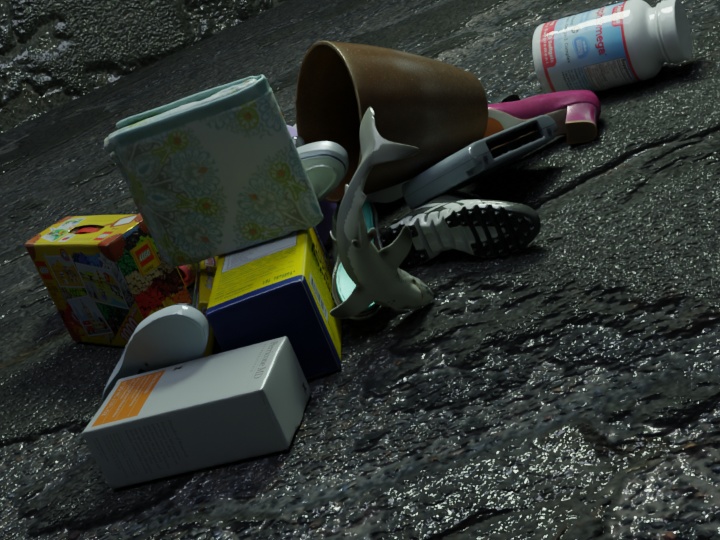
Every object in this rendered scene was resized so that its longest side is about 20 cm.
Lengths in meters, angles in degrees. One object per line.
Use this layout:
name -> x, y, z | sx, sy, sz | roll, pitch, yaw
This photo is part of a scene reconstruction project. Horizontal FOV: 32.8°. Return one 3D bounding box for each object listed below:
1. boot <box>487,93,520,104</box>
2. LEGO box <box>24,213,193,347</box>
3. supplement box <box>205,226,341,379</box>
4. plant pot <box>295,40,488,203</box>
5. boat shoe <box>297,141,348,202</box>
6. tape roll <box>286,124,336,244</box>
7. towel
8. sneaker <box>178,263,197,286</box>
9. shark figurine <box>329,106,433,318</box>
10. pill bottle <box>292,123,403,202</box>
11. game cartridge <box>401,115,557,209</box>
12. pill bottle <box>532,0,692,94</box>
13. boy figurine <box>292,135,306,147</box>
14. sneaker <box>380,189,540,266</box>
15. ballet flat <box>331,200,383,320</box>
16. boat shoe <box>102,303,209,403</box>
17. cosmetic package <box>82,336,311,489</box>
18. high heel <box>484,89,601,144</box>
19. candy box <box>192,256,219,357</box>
boot -> 0.107, -0.198, 1.711 | 0.164, 0.066, 0.199 | -28, 24, -35
LEGO box -> -0.312, 0.013, 1.530 | 0.199, 0.150, 0.077 | 1, 31, 46
supplement box -> -0.087, 0.033, 1.313 | 0.108, 0.111, 0.201 | -19, 23, 8
plant pot -> 0.048, -0.186, 1.472 | 0.198, 0.190, 0.186 | -8, 15, -25
boat shoe -> -0.089, -0.074, 1.411 | 0.199, 0.073, 0.067 | -32, 41, 36
tape roll -> -0.135, -0.088, 1.564 | 0.197, 0.085, 0.202 | -9, 52, 12
towel -> -0.158, -0.103, 1.313 | 0.198, 0.173, 0.048 | -15, 26, 18
sneaker -> -0.224, -0.019, 1.636 | 0.199, 0.079, 0.090 | -32, 30, -6
shark figurine -> -0.004, -0.043, 1.240 | 0.127, 0.217, 0.089 | -24, 32, -21
pill bottle -> -0.015, -0.151, 1.659 | 0.113, 0.115, 0.199 | -32, 23, -21
game cartridge -> 0.139, -0.129, 1.468 | 0.132, 0.042, 0.199 | -23, 2, 41
pill bottle -> 0.343, -0.305, 1.664 | 0.198, 0.110, 0.109 | -11, 24, 29
boy figurine -> -0.145, -0.137, 1.422 | 0.123, 0.065, 0.199 | -18, -15, 30
sneaker -> 0.120, -0.058, 1.374 | 0.198, 0.067, 0.091 | -8, 28, 38
ballet flat -> 0.000, 0.000, 1.362 | 0.066, 0.064, 0.201 | 0, 42, -3
boat shoe -> -0.209, 0.073, 1.285 | 0.200, 0.070, 0.091 | -45, 19, 42
cosmetic package -> -0.158, 0.139, 1.191 | 0.198, 0.072, 0.102 | -15, 23, 18
high heel -> 0.211, -0.203, 1.581 | 0.197, 0.068, 0.096 | -4, 35, 13
candy box -> -0.178, 0.046, 1.391 | 0.026, 0.104, 0.200 | 5, 20, -8
